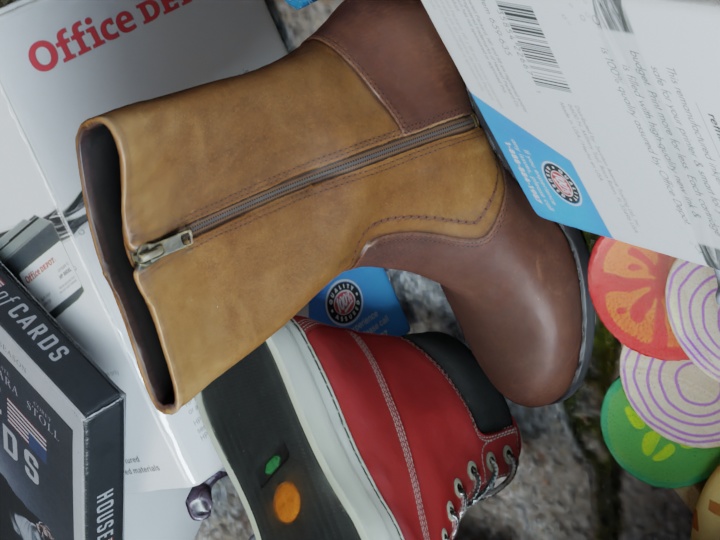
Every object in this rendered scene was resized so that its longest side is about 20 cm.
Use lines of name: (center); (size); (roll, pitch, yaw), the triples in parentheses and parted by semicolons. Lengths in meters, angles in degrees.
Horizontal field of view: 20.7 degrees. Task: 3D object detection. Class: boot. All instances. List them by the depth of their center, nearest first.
boot: (0.000, 0.000, 0.727); (0.068, 0.200, 0.190); (3, 116, 40)
boot: (0.028, 0.107, 0.768); (0.072, 0.143, 0.201); (-42, 56, 36)

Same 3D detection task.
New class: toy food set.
toy food set: (0.170, 0.049, 0.713); (0.199, 0.049, 0.200); (55, 138, 2)

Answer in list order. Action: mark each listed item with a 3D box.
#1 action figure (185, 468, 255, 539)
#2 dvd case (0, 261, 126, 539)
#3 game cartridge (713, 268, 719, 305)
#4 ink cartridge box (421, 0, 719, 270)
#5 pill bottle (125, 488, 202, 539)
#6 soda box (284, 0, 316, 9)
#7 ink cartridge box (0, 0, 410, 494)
action figure: (-0.031, 0.136, 0.934); (0.130, 0.069, 0.201); (40, 133, 22)
dvd case: (-0.152, 0.074, 0.841); (0.150, 0.025, 0.201); (42, 146, 28)
game cartridge: (0.201, 0.072, 0.640); (0.132, 0.042, 0.202); (-10, 107, 28)
ink cartridge box: (0.118, -0.058, 0.593); (0.199, 0.067, 0.116); (20, 149, 49)
pill bottle: (-0.179, 0.085, 1.003); (0.199, 0.113, 0.114); (22, 127, 32)
soda box: (-0.064, -0.195, 0.768); (0.200, 0.068, 0.064); (42, 136, 16)
ink cartridge box: (-0.086, -0.028, 0.830); (0.084, 0.144, 0.201); (-13, 105, 47)
